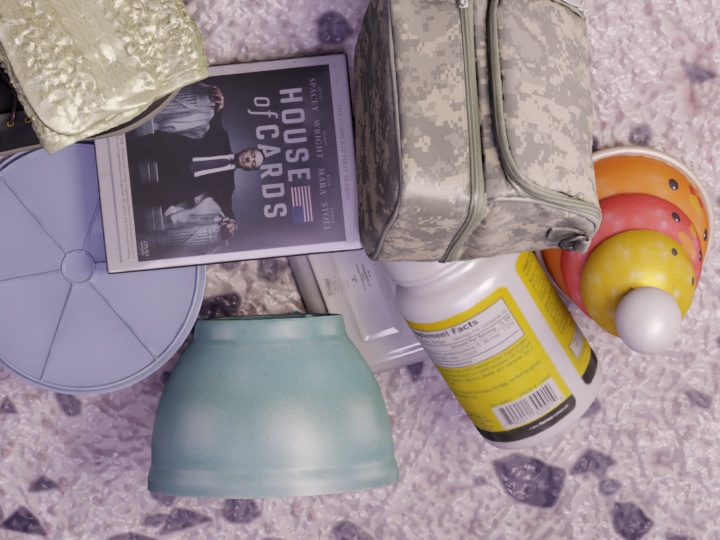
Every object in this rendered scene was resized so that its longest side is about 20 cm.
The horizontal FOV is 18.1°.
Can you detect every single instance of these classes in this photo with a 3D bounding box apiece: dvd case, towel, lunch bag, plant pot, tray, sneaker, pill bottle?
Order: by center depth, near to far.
[{"bbox_3d":[-0.208,-0.200,1.627,0.148,0.036,0.201,-29,92,-16],"label":"towel"},{"bbox_3d":[0.088,-0.111,1.647,0.166,0.202,0.139,2,159,-12],"label":"lunch bag"},{"bbox_3d":[-0.226,-0.130,1.664,0.198,0.106,0.075,-19,85,14],"label":"sneaker"},{"bbox_3d":[-0.102,-0.081,1.727,0.198,0.025,0.152,-6,93,2],"label":"dvd case"},{"bbox_3d":[0.098,0.032,1.775,0.114,0.115,0.201,-28,115,12],"label":"pill bottle"},{"bbox_3d":[-0.070,0.101,1.777,0.198,0.200,0.136,-1,90,-2],"label":"plant pot"},{"bbox_3d":[0.000,0.000,1.807,0.106,0.022,0.201,-16,117,7],"label":"tray"}]

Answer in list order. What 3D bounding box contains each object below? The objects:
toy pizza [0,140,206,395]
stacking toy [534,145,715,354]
[{"bbox_3d":[-0.217,-0.004,1.767,0.198,0.032,0.202,0,96,3],"label":"toy pizza"},{"bbox_3d":[0.211,0.008,1.719,0.145,0.200,0.147,-1,118,-2],"label":"stacking toy"}]
